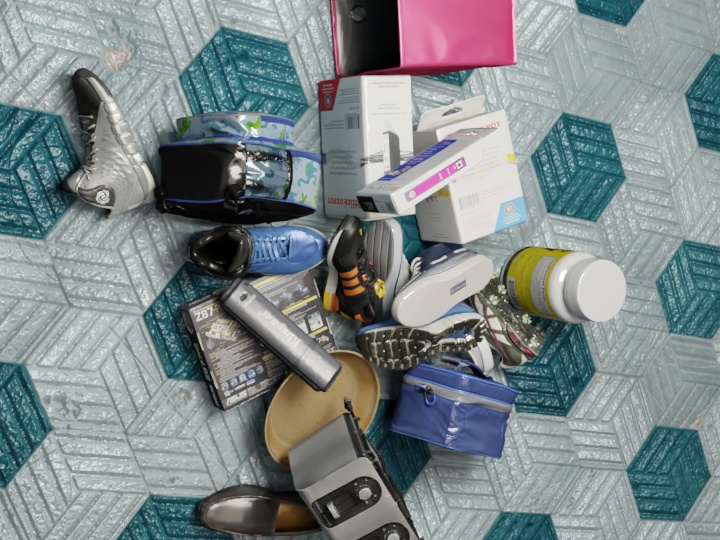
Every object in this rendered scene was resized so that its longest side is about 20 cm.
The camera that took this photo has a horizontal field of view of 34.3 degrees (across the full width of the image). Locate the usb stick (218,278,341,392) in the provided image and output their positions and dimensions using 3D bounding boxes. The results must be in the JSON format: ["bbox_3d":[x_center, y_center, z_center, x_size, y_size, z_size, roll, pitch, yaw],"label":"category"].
[{"bbox_3d":[-0.112,0.091,1.633,0.200,0.033,0.056,42,71,-4],"label":"usb stick"}]

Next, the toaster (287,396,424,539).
[{"bbox_3d":[-0.009,0.314,1.656,0.118,0.200,0.182,-30,109,0],"label":"toaster"}]

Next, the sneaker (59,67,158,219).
[{"bbox_3d":[-0.358,-0.158,1.545,0.115,0.075,0.201,-33,109,-19],"label":"sneaker"}]

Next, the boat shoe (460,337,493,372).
[{"bbox_3d":[0.135,0.085,1.830,0.065,0.074,0.201,-35,99,-17],"label":"boat shoe"}]

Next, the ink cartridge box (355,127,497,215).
[{"bbox_3d":[0.096,-0.139,1.608,0.199,0.094,0.037,-35,111,-23],"label":"ink cartridge box"}]

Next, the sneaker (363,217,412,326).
[{"bbox_3d":[0.043,0.000,1.750,0.071,0.073,0.201,-29,138,-38],"label":"sneaker"}]

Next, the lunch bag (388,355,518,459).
[{"bbox_3d":[0.141,0.201,1.779,0.199,0.135,0.133,22,82,-52],"label":"lunch bag"}]

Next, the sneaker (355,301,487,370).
[{"bbox_3d":[0.084,0.088,1.744,0.198,0.089,0.079,-8,123,-19],"label":"sneaker"}]

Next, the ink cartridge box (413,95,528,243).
[{"bbox_3d":[0.153,-0.156,1.780,0.128,0.125,0.202,-18,101,-25],"label":"ink cartridge box"}]

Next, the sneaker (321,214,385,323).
[{"bbox_3d":[0.000,0.000,1.679,0.089,0.201,0.070,23,52,11],"label":"sneaker"}]

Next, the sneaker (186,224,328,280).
[{"bbox_3d":[-0.141,-0.026,1.610,0.198,0.111,0.077,3,96,-4],"label":"sneaker"}]

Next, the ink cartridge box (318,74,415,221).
[{"bbox_3d":[0.008,-0.178,1.692,0.083,0.144,0.202,-5,98,-27],"label":"ink cartridge box"}]

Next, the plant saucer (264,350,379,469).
[{"bbox_3d":[-0.063,0.201,1.724,0.199,0.035,0.202,-17,123,-29],"label":"plant saucer"}]

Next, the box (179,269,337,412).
[{"bbox_3d":[-0.144,0.090,1.691,0.199,0.049,0.162,-25,107,-24],"label":"box"}]

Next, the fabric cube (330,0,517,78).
[{"bbox_3d":[0.088,-0.385,1.687,0.198,0.200,0.198,-8,97,-28],"label":"fabric cube"}]

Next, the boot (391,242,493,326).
[{"bbox_3d":[0.099,0.018,1.724,0.199,0.090,0.073,-22,126,-38],"label":"boot"}]

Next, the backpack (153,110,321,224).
[{"bbox_3d":[-0.154,-0.139,1.586,0.199,0.182,0.148,8,84,-48],"label":"backpack"}]

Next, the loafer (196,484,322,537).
[{"bbox_3d":[-0.139,0.354,1.703,0.198,0.072,0.074,3,93,-28],"label":"loafer"}]

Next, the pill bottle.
[{"bbox_3d":[0.319,0.023,1.840,0.113,0.200,0.115,-3,96,-27],"label":"pill bottle"}]

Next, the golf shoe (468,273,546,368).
[{"bbox_3d":[0.202,0.069,1.852,0.200,0.088,0.077,52,35,2],"label":"golf shoe"}]
